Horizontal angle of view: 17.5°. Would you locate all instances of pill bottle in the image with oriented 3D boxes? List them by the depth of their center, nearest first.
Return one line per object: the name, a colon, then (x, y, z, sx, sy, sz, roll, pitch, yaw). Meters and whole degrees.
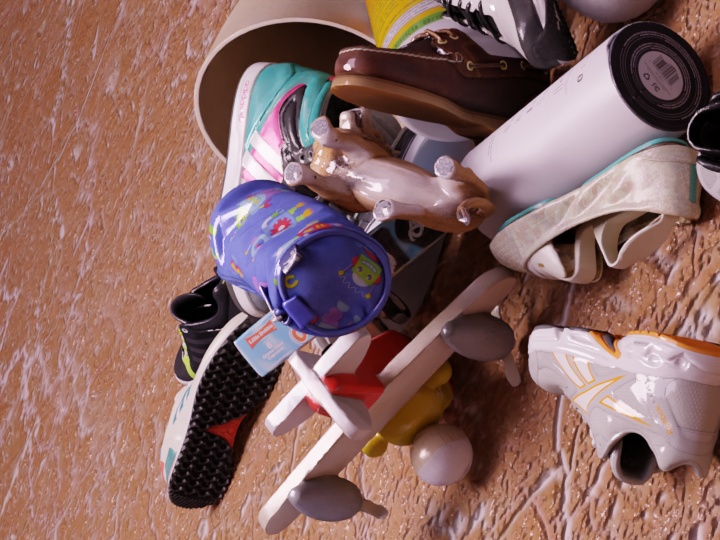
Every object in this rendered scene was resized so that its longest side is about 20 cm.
pill bottle: (0.062, -0.201, 1.797, 0.111, 0.111, 0.200, -57, 28, 34)

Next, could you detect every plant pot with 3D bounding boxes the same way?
plant pot: (-0.029, -0.194, 1.952, 0.187, 0.187, 0.200, -53, 18, 40)

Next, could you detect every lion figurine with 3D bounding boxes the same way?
lion figurine: (0.031, -0.058, 1.612, 0.200, 0.122, 0.073, 30, 96, 37)

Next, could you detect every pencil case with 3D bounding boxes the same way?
pencil case: (-0.047, -0.008, 1.615, 0.087, 0.078, 0.200, -35, 20, -9)

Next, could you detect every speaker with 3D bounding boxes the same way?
speaker: (0.145, -0.089, 1.574, 0.200, 0.081, 0.081, -39, 41, 53)

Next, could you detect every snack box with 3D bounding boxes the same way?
snack box: (0.000, 0.000, 1.727, 0.200, 0.037, 0.116, -38, 0, 5)

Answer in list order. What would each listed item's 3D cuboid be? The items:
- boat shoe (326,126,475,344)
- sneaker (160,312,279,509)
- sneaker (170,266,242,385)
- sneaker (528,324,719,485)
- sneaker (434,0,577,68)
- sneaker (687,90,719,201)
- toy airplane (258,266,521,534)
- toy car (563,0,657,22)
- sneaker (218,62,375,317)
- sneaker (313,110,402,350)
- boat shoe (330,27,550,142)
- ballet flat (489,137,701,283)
boat shoe: (0.021, -0.031, 1.824, 0.068, 0.073, 0.200, 39, 110, 62)
sneaker: (-0.134, 0.109, 2.089, 0.200, 0.070, 0.093, -68, 29, 20)
sneaker: (-0.139, 0.041, 2.130, 0.200, 0.083, 0.072, -43, 37, 50)
sneaker: (0.157, 0.084, 1.450, 0.200, 0.076, 0.092, 180, 101, -67)
sneaker: (0.094, -0.188, 1.648, 0.080, 0.074, 0.200, -25, 31, 1)
sneaker: (0.225, -0.078, 1.341, 0.200, 0.115, 0.076, 2, 77, 67)
toy airplane: (0.022, 0.096, 1.646, 0.199, 0.141, 0.200, -42, -7, -30)
toy car: (0.153, -0.282, 1.593, 0.175, 0.150, 0.200, -62, 26, 26)
sneaker: (-0.038, -0.063, 1.801, 0.121, 0.084, 0.201, 1, 86, 38)
sneaker: (-0.016, -0.036, 1.891, 0.079, 0.078, 0.201, -148, 68, -71)
boat shoe: (0.059, -0.136, 1.652, 0.070, 0.200, 0.071, 4, 84, 45)
ballet flat: (0.151, -0.024, 1.536, 0.200, 0.067, 0.063, -35, 55, 52)
